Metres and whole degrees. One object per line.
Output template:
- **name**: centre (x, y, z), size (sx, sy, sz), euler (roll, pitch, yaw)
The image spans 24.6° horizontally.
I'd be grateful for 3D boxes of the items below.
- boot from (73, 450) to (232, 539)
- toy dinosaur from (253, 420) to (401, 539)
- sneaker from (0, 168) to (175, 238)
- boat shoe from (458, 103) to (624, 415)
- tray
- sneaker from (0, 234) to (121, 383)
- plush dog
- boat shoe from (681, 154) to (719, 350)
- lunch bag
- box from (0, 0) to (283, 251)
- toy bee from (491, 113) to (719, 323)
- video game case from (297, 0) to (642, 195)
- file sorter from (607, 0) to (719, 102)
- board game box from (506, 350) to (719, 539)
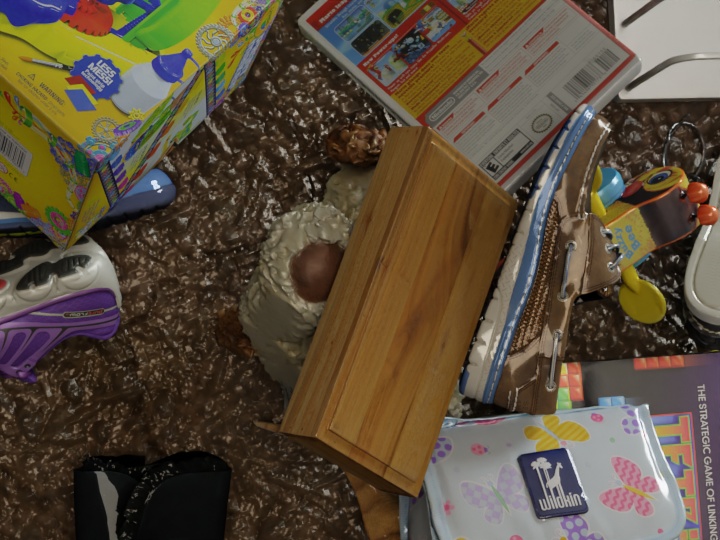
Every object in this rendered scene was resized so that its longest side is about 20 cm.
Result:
- **boot**: centre (-0.097, 0.207, 1.085), size (0.198, 0.076, 0.170), euler (6, 88, -3)
- **toy dinosaur**: centre (0.023, 0.164, 1.118), size (0.106, 0.060, 0.201), euler (-29, 90, -9)
- **sneaker**: centre (-0.221, -0.064, 1.089), size (0.198, 0.074, 0.083), euler (-1, 84, -10)
- **boat shoe**: centre (0.128, -0.004, 1.052), size (0.072, 0.072, 0.202), euler (21, 87, 5)
- **tray**: centre (0.028, 0.025, 1.004), size (0.098, 0.037, 0.202), euler (35, 67, -41)
- **sneaker**: centre (-0.251, 0.045, 1.075), size (0.198, 0.081, 0.084), euler (-15, 120, 1)
- **plush dog**: centre (0.000, 0.000, 1.105), size (0.172, 0.160, 0.201), euler (-49, 123, -23)
- **boat shoe**: centre (0.280, -0.034, 1.173), size (0.073, 0.061, 0.201), euler (18, 62, 14)
- **lunch bag**: centre (0.113, 0.189, 1.042), size (0.168, 0.127, 0.203), euler (-2, 86, -13)
- **box**: centre (-0.187, -0.161, 1.038), size (0.200, 0.122, 0.193), euler (40, 58, 2)
- **toy bee**: centre (0.182, -0.040, 1.117), size (0.131, 0.108, 0.201), euler (38, 79, -23)
- **video game case**: centre (0.073, -0.154, 1.131), size (0.143, 0.017, 0.200), euler (-43, 69, -9)
- **file sorter**: centre (0.255, -0.229, 1.154), size (0.137, 0.125, 0.203), euler (-2, 86, -9)
- **board game box**: centre (0.190, 0.160, 1.148), size (0.163, 0.057, 0.203), euler (-4, 86, -8)
